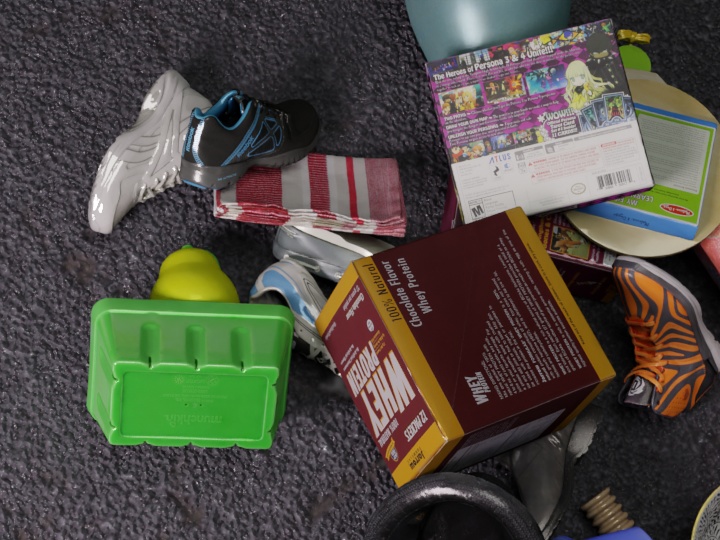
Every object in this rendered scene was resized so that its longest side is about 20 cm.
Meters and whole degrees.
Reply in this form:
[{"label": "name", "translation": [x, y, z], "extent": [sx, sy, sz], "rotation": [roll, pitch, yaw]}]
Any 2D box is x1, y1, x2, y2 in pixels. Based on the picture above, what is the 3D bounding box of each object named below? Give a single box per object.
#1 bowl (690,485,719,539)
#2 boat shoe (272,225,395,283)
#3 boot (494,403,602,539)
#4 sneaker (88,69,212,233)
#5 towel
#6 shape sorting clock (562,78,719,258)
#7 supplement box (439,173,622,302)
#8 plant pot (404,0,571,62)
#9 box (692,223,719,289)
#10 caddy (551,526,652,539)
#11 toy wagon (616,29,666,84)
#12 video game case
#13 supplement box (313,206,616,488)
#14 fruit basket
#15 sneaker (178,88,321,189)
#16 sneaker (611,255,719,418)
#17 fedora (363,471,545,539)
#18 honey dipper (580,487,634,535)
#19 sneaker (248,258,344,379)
[{"label": "bowl", "translation": [0.412, 0.305, 1.706], "extent": [0.200, 0.094, 0.202], "rotation": [3, 68, -8]}, {"label": "boat shoe", "translation": [0.000, 0.000, 1.782], "extent": [0.199, 0.073, 0.062], "rotation": [28, 109, -6]}, {"label": "boot", "translation": [0.154, 0.195, 1.726], "extent": [0.131, 0.070, 0.201], "rotation": [24, 56, 3]}, {"label": "sneaker", "translation": [-0.209, -0.113, 1.771], "extent": [0.099, 0.078, 0.201], "rotation": [30, 67, -1]}, {"label": "towel", "translation": [-0.053, -0.089, 1.777], "extent": [0.199, 0.023, 0.144], "rotation": [5, 32, -8]}, {"label": "shape sorting clock", "translation": [0.294, -0.107, 1.784], "extent": [0.199, 0.039, 0.201], "rotation": [2, 67, -4]}, {"label": "supplement box", "translation": [0.190, -0.051, 1.810], "extent": [0.199, 0.086, 0.111], "rotation": [14, 67, -5]}, {"label": "plant pot", "translation": [0.142, -0.284, 1.846], "extent": [0.199, 0.200, 0.189], "rotation": [-6, 84, -12]}, {"label": "box", "translation": [0.428, -0.006, 1.816], "extent": [0.102, 0.095, 0.201], "rotation": [-32, 76, 5]}, {"label": "caddy", "translation": [0.243, 0.344, 1.635], "extent": [0.105, 0.141, 0.201], "rotation": [-17, 72, -20]}, {"label": "toy wagon", "translation": [0.300, -0.174, 1.905], "extent": [0.154, 0.040, 0.201], "rotation": [9, 67, -7]}, {"label": "video game case", "translation": [0.182, -0.147, 1.739], "extent": [0.199, 0.036, 0.182], "rotation": [-14, 82, 1]}, {"label": "supplement box", "translation": [0.098, 0.075, 1.649], "extent": [0.199, 0.133, 0.198], "rotation": [-18, 69, -27]}, {"label": "fruit basket", "translation": [-0.169, 0.076, 1.689], "extent": [0.214, 0.156, 0.216], "rotation": [6, 25, -3]}, {"label": "sneaker", "translation": [-0.107, -0.149, 1.766], "extent": [0.073, 0.082, 0.200], "rotation": [22, 33, 28]}, {"label": "sneaker", "translation": [0.300, 0.081, 1.744], "extent": [0.112, 0.077, 0.200], "rotation": [-52, 122, -17]}, {"label": "fedora", "translation": [0.099, 0.265, 1.636], "extent": [0.200, 0.201, 0.092], "rotation": [33, 31, 4]}, {"label": "honey dipper", "translation": [0.294, 0.311, 1.718], "extent": [0.038, 0.038, 0.200], "rotation": [-32, 82, -20]}, {"label": "sneaker", "translation": [-0.033, 0.075, 1.730], "extent": [0.200, 0.072, 0.072], "rotation": [44, 70, 11]}]
